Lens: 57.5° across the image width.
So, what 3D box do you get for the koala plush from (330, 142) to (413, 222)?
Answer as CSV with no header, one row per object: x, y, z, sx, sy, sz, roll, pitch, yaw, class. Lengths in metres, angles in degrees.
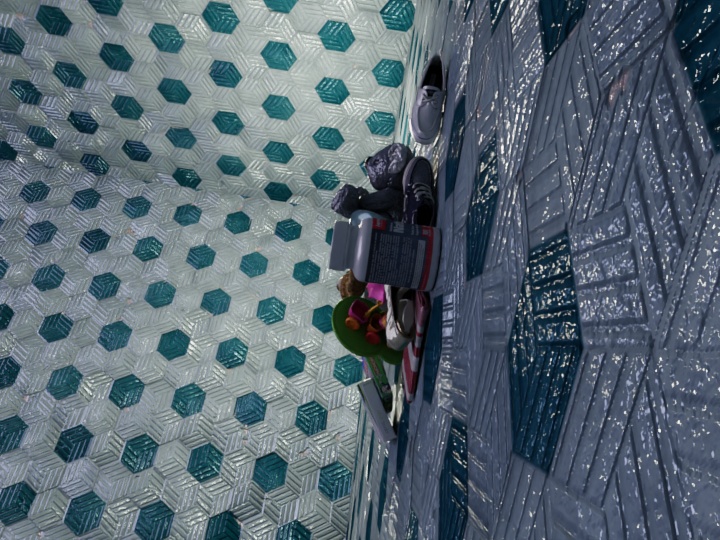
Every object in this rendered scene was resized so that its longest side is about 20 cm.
0.062,-0.191,1.469,0.204,0.181,0.177,-65,-9,8,koala plush

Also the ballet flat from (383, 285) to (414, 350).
0.083,0.055,1.274,0.062,0.066,0.205,-41,44,53,ballet flat

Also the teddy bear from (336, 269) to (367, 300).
0.000,0.000,1.583,0.202,0.066,0.146,-60,-6,-21,teddy bear

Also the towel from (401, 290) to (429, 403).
0.108,0.136,1.289,0.145,0.022,0.205,-90,6,-68,towel

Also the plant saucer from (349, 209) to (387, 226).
0.048,-0.044,1.386,0.028,0.199,0.201,-47,-12,-21,plant saucer

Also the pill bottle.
0.043,-0.034,1.218,0.120,0.195,0.123,-172,90,-88,pill bottle

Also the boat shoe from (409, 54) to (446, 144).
0.147,-0.374,1.422,0.066,0.072,0.205,89,-173,-70,boat shoe

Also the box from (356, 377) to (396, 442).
0.035,0.334,1.575,0.200,0.036,0.147,107,141,-77,box

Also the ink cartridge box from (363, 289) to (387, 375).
0.060,0.146,1.566,0.117,0.066,0.205,101,157,-79,ink cartridge box

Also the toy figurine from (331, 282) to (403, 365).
0.059,0.091,1.400,0.185,0.198,0.151,-51,3,47,toy figurine

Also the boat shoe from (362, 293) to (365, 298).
0.048,0.044,1.825,0.199,0.057,0.068,-32,-27,-54,boat shoe

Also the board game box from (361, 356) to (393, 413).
0.040,0.262,1.580,0.201,0.029,0.137,85,162,-66,board game box

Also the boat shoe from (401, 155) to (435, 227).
0.127,-0.148,1.340,0.093,0.073,0.205,148,129,-71,boat shoe

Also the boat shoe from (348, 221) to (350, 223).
0.053,-0.144,1.688,0.071,0.196,0.074,-120,10,-80,boat shoe
